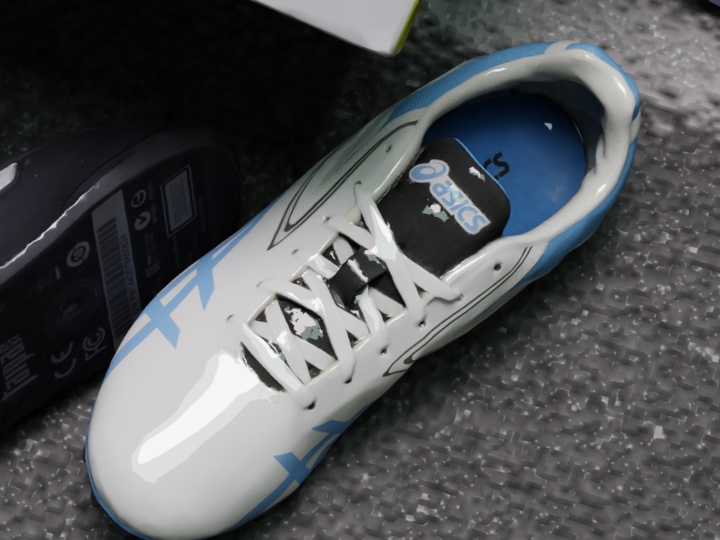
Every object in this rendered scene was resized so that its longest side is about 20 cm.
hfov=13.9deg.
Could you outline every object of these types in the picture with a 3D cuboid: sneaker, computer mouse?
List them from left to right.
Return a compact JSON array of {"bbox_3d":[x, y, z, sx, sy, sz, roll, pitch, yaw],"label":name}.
[{"bbox_3d":[-0.121,-0.001,0.803,0.200,0.141,0.046,-40,57,-21],"label":"computer mouse"},{"bbox_3d":[0.000,0.000,0.837,0.200,0.073,0.072,-41,83,-21],"label":"sneaker"}]

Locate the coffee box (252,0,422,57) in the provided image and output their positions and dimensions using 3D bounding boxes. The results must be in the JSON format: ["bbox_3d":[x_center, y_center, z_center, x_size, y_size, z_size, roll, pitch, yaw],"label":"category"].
[{"bbox_3d":[-0.038,-0.199,0.811,0.197,0.200,0.201,23,103,-5],"label":"coffee box"}]

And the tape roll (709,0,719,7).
[{"bbox_3d":[0.160,-0.148,0.854,0.199,0.200,0.085,21,64,9],"label":"tape roll"}]
